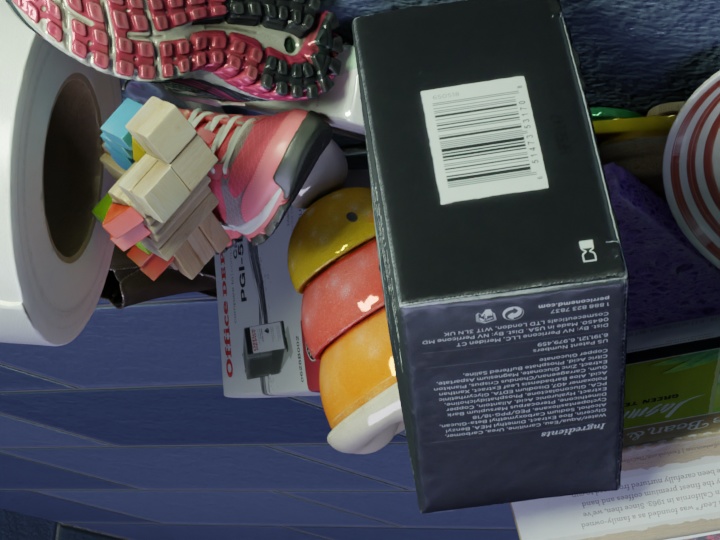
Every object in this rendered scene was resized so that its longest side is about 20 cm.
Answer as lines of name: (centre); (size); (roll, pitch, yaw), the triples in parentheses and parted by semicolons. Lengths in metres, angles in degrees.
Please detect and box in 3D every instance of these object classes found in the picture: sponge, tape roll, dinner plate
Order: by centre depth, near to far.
tape roll: (-0.227, -0.061, 1.245); (0.139, 0.203, 0.203); (3, 166, 10)
dinner plate: (0.273, -0.058, 1.256); (0.200, 0.024, 0.200); (8, 136, 8)
sponge: (0.176, 0.012, 1.381); (0.111, 0.030, 0.200); (-28, 134, 32)

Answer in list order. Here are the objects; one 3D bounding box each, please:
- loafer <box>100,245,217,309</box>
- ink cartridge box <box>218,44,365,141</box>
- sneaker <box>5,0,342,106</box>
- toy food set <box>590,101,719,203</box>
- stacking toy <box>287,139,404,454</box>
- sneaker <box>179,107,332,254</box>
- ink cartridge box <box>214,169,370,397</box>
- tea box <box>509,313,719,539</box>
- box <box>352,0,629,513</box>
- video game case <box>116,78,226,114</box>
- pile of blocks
loafer: (-0.184, -0.001, 1.742); (0.200, 0.071, 0.073); (13, 165, -28)
ink cartridge box: (0.017, -0.100, 1.345); (0.161, 0.050, 0.200); (14, -177, -29)
sneaker: (-0.107, -0.126, 1.179); (0.200, 0.081, 0.075); (16, 165, -38)
toy food set: (0.228, -0.059, 1.371); (0.200, 0.049, 0.198); (-1, 165, 28)
stacking toy: (0.000, 0.000, 1.365); (0.146, 0.200, 0.146); (-31, 172, -5)
sneaker: (-0.086, -0.062, 1.300); (0.087, 0.074, 0.200); (35, 160, -13)
ink cartridge box: (-0.028, 0.013, 1.515); (0.083, 0.147, 0.200); (-3, 176, -26)
tea box: (0.207, 0.120, 1.308); (0.199, 0.134, 0.197); (-12, -163, 16)
box: (0.069, -0.007, 1.177); (0.117, 0.197, 0.200); (-8, 143, 0)
video game case: (-0.167, -0.088, 1.413); (0.181, 0.023, 0.200); (3, 156, 17)
pile of blocks: (-0.125, -0.042, 1.218); (0.082, 0.062, 0.200); (38, 167, 10)
